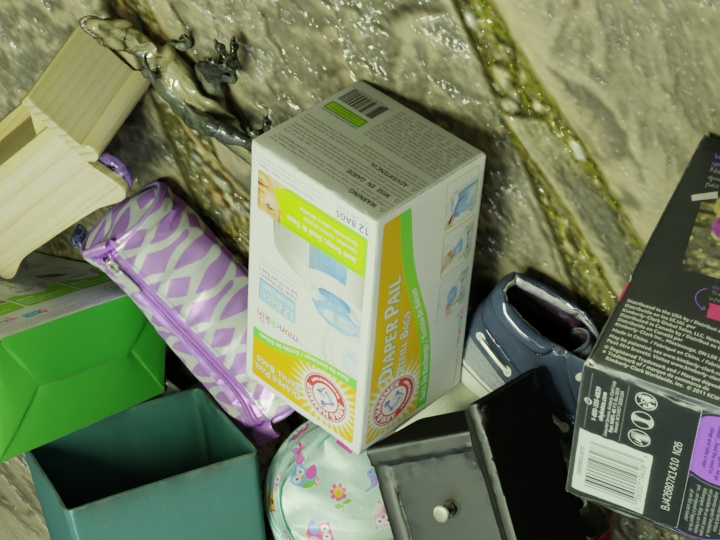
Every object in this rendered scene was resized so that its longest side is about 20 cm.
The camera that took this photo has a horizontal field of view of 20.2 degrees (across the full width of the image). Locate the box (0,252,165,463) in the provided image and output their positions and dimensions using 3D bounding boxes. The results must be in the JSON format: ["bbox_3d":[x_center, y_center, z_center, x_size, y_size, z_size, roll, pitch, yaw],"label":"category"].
[{"bbox_3d":[-0.270,0.052,1.482,0.176,0.200,0.097,11,107,28],"label":"box"}]

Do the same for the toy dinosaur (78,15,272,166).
[{"bbox_3d":[-0.097,-0.108,1.339,0.200,0.047,0.088,49,153,-19],"label":"toy dinosaur"}]

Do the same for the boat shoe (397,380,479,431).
[{"bbox_3d":[0.078,0.111,1.420,0.074,0.063,0.201,-36,92,20],"label":"boat shoe"}]

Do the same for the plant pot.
[{"bbox_3d":[-0.145,0.217,1.481,0.141,0.141,0.200,-145,42,-63],"label":"plant pot"}]

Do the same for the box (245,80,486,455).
[{"bbox_3d":[0.000,0.000,1.300,0.112,0.101,0.200,34,138,30],"label":"box"}]

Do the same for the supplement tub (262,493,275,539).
[{"bbox_3d":[-0.068,0.242,1.614,0.123,0.123,0.200,44,140,-12],"label":"supplement tub"}]

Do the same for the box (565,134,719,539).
[{"bbox_3d":[0.204,0.039,1.159,0.106,0.200,0.122,20,139,16],"label":"box"}]

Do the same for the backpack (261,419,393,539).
[{"bbox_3d":[0.020,0.189,1.468,0.200,0.167,0.127,49,167,2],"label":"backpack"}]

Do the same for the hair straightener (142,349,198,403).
[{"bbox_3d":[-0.196,0.120,1.613,0.041,0.077,0.200,45,140,-17],"label":"hair straightener"}]

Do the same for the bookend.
[{"bbox_3d":[0.041,0.185,1.322,0.198,0.092,0.200,-13,95,32],"label":"bookend"}]

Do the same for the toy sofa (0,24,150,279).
[{"bbox_3d":[-0.226,-0.079,1.426,0.098,0.083,0.200,42,140,-16],"label":"toy sofa"}]

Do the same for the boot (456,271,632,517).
[{"bbox_3d":[0.152,0.086,1.342,0.200,0.073,0.090,35,147,-1],"label":"boot"}]

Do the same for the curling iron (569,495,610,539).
[{"bbox_3d":[0.159,0.185,1.405,0.026,0.050,0.200,15,163,12],"label":"curling iron"}]

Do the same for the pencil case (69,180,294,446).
[{"bbox_3d":[-0.114,0.027,1.456,0.084,0.086,0.200,-32,111,28],"label":"pencil case"}]
